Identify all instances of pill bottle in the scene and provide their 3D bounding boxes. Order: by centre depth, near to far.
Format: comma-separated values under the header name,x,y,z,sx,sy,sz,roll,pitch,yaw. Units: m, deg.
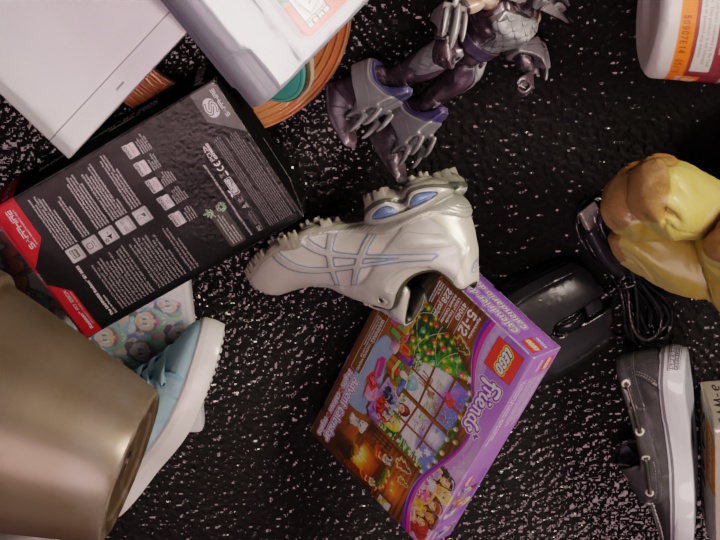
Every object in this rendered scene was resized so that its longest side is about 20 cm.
name,x,y,z,sx,sy,sz,roll,pitch,yaw
pill bottle,0.293,-0.181,1.210,0.198,0.115,0.115,4,119,0

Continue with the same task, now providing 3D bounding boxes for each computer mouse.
name,x,y,z,sx,sy,sz,roll,pitch,yaw
computer mouse,0.131,0.040,1.370,0.198,0.053,0.139,-24,116,14

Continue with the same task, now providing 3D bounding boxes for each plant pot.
name,x,y,z,sx,sy,sz,roll,pitch,yaw
plant pot,-0.246,0.113,1.294,0.172,0.200,0.201,21,118,2

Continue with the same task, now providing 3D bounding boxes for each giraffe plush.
name,x,y,z,sx,sy,sz,roll,pitch,yaw
giraffe plush,0.290,-0.049,1.267,0.199,0.173,0.163,38,79,-3

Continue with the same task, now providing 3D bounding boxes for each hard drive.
name,x,y,z,sx,sy,sz,roll,pitch,yaw
hard drive,-0.230,-0.195,1.238,0.200,0.027,0.132,44,103,-9

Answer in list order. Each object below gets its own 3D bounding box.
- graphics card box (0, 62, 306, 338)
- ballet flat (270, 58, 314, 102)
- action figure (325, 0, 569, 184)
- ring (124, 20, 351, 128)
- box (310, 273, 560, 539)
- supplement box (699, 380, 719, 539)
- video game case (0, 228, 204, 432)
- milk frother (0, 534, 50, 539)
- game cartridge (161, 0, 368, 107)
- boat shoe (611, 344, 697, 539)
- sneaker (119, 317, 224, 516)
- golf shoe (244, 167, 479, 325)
name,x,y,z,sx,sy,sz,roll,pitch,yaw
graphics card box,-0.153,-0.051,1.305,0.199,0.051,0.126,-29,112,15
ballet flat,-0.092,-0.206,1.214,0.069,0.070,0.201,-28,118,16
action figure,0.072,-0.148,1.248,0.199,0.070,0.129,-37,144,30
ring,-0.105,-0.190,1.270,0.198,0.019,0.202,1,118,2
box,0.052,0.091,1.355,0.137,0.039,0.201,43,125,25
supplement box,0.371,0.150,1.411,0.198,0.074,0.127,-4,119,4
video game case,-0.219,0.041,1.396,0.180,0.024,0.202,-2,118,2
milk frother,-0.344,0.194,1.426,0.186,0.180,0.202,-12,93,-28
game cartridge,-0.043,-0.224,1.178,0.200,0.041,0.133,-48,109,-16
boat shoe,0.231,0.145,1.414,0.066,0.070,0.201,0,128,15
sneaker,-0.177,0.107,1.378,0.081,0.074,0.201,27,115,-17
golf shoe,0.000,0.000,1.301,0.199,0.078,0.098,-21,87,37
